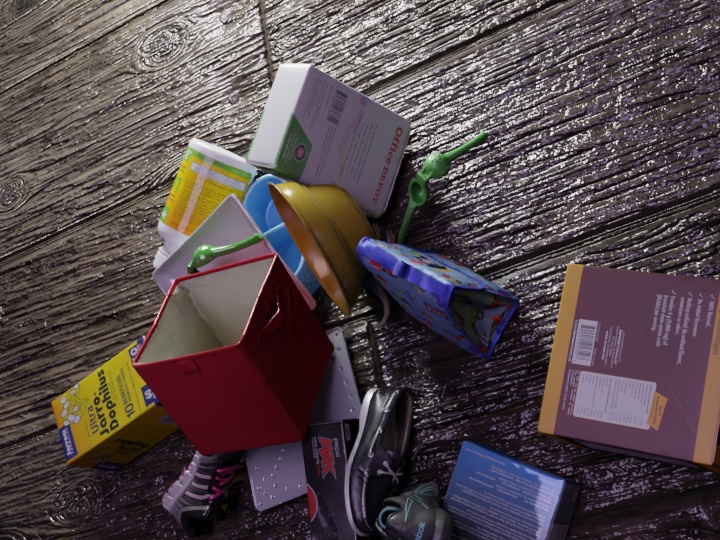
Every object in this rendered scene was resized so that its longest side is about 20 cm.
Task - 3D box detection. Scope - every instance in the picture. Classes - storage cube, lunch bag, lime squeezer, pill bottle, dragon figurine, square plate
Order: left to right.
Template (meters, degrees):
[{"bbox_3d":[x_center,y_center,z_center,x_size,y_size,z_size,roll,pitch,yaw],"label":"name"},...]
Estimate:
[{"bbox_3d":[-0.242,-0.087,1.631,0.110,0.110,0.203,26,96,33],"label":"pill bottle"},{"bbox_3d":[-0.214,0.008,1.523,0.201,0.070,0.038,-56,21,26],"label":"lime squeezer"},{"bbox_3d":[-0.181,0.025,1.550,0.199,0.028,0.199,-40,87,28],"label":"square plate"},{"bbox_3d":[-0.160,0.115,1.422,0.197,0.181,0.172,-12,37,26],"label":"storage cube"},{"bbox_3d":[0.000,0.000,1.491,0.099,0.058,0.203,-24,64,35],"label":"dragon figurine"},{"bbox_3d":[0.094,-0.119,1.465,0.038,0.071,0.201,39,98,15],"label":"lime squeezer"},{"bbox_3d":[0.087,0.023,1.353,0.150,0.199,0.095,31,93,33],"label":"lunch bag"}]

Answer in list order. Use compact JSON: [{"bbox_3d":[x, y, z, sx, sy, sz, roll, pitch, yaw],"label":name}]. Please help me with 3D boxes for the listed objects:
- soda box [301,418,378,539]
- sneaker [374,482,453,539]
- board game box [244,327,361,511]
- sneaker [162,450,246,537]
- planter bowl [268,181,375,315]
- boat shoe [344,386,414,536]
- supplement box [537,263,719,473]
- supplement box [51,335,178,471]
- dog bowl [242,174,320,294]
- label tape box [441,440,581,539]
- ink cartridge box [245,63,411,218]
[{"bbox_3d":[-0.026,0.299,1.401,0.070,0.063,0.204,-11,80,25],"label":"soda box"},{"bbox_3d":[0.059,0.293,1.304,0.078,0.200,0.077,18,88,-5],"label":"sneaker"},{"bbox_3d":[-0.081,0.210,1.505,0.198,0.026,0.203,-25,65,22],"label":"board game box"},{"bbox_3d":[-0.203,0.303,1.517,0.200,0.073,0.088,-50,64,27],"label":"sneaker"},{"bbox_3d":[-0.035,-0.049,1.405,0.083,0.201,0.201,-32,59,-8],"label":"planter bowl"},{"bbox_3d":[0.027,0.239,1.380,0.060,0.075,0.203,-13,55,32],"label":"boat shoe"},{"bbox_3d":[0.331,0.111,1.220,0.197,0.132,0.201,7,79,32],"label":"supplement box"},{"bbox_3d":[-0.349,0.204,1.618,0.199,0.109,0.110,-34,61,19],"label":"supplement box"},{"bbox_3d":[-0.117,-0.053,1.588,0.110,0.049,0.203,-25,64,23],"label":"dog bowl"},{"bbox_3d":[0.165,0.327,1.301,0.143,0.063,0.203,17,86,34],"label":"label tape box"},{"bbox_3d":[-0.040,-0.176,1.481,0.087,0.198,0.148,14,84,53],"label":"ink cartridge box"}]
